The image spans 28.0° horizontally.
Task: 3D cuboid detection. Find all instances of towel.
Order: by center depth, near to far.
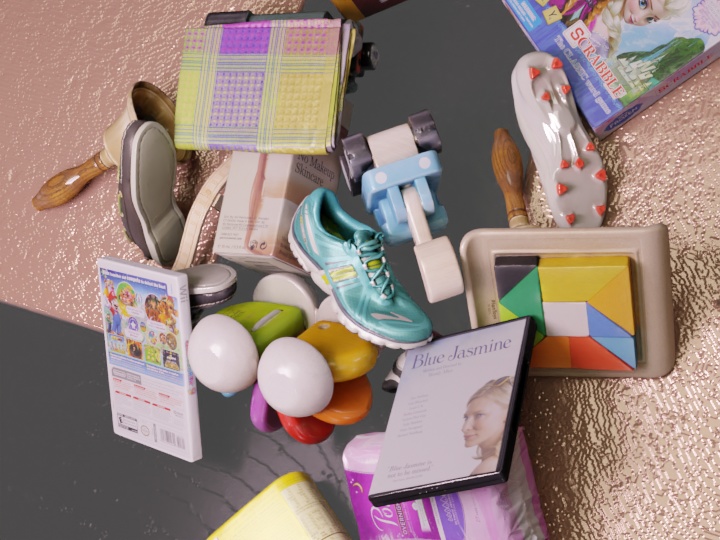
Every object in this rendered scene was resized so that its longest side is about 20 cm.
[{"bbox_3d":[-0.103,-0.192,1.526,0.197,0.023,0.146,2,81,23],"label":"towel"}]

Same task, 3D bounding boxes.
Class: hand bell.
[{"bbox_3d":[0.164,-0.062,1.505,0.103,0.104,0.202,-15,61,14],"label":"hand bell"},{"bbox_3d":[-0.302,-0.122,1.672,0.199,0.104,0.105,-30,69,23],"label":"hand bell"}]

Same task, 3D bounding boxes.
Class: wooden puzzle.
[{"bbox_3d":[0.204,0.038,1.408,0.197,0.187,0.037,-3,38,12],"label":"wooden puzzle"}]

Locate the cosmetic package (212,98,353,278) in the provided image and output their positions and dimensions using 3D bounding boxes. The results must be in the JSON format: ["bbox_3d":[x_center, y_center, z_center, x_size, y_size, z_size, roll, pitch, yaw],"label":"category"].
[{"bbox_3d":[-0.082,-0.101,1.569,0.086,0.103,0.203,3,79,33],"label":"cosmetic package"}]

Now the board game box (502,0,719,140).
[{"bbox_3d":[0.279,-0.276,1.530,0.199,0.041,0.201,-35,69,7],"label":"board game box"}]

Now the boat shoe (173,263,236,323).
[{"bbox_3d":[-0.203,0.034,1.568,0.198,0.074,0.061,-5,107,39],"label":"boat shoe"}]

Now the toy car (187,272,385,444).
[{"bbox_3d":[-0.073,0.104,1.508,0.198,0.175,0.152,15,120,27],"label":"toy car"}]

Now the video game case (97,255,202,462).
[{"bbox_3d":[-0.226,0.093,1.546,0.142,0.018,0.203,12,111,44],"label":"video game case"}]

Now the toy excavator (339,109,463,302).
[{"bbox_3d":[0.056,-0.058,1.479,0.099,0.195,0.202,-19,81,-4],"label":"toy excavator"}]

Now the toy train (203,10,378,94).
[{"bbox_3d":[-0.082,-0.244,1.605,0.197,0.114,0.086,2,78,19],"label":"toy train"}]

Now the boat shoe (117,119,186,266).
[{"bbox_3d":[-0.239,-0.088,1.582,0.060,0.203,0.072,27,54,24],"label":"boat shoe"}]

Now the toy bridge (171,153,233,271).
[{"bbox_3d":[-0.158,-0.076,1.615,0.027,0.067,0.202,28,88,22],"label":"toy bridge"}]

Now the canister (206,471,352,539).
[{"bbox_3d":[-0.056,0.326,1.472,0.148,0.087,0.201,-40,67,6],"label":"canister"}]

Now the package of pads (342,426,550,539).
[{"bbox_3d":[0.081,0.216,1.407,0.198,0.075,0.122,-8,98,41],"label":"package of pads"}]

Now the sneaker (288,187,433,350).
[{"bbox_3d":[0.000,0.000,1.458,0.200,0.077,0.080,47,133,20],"label":"sneaker"}]

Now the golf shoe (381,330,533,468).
[{"bbox_3d":[0.100,0.162,1.471,0.092,0.072,0.201,-42,61,13],"label":"golf shoe"}]

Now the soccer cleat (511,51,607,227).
[{"bbox_3d":[0.207,-0.130,1.512,0.068,0.078,0.203,-16,90,-13],"label":"soccer cleat"}]

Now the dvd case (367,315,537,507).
[{"bbox_3d":[0.089,0.131,1.367,0.141,0.018,0.201,-16,36,29],"label":"dvd case"}]

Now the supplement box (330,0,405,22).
[{"bbox_3d":[0.029,-0.396,1.560,0.198,0.197,0.134,-21,71,13],"label":"supplement box"}]
